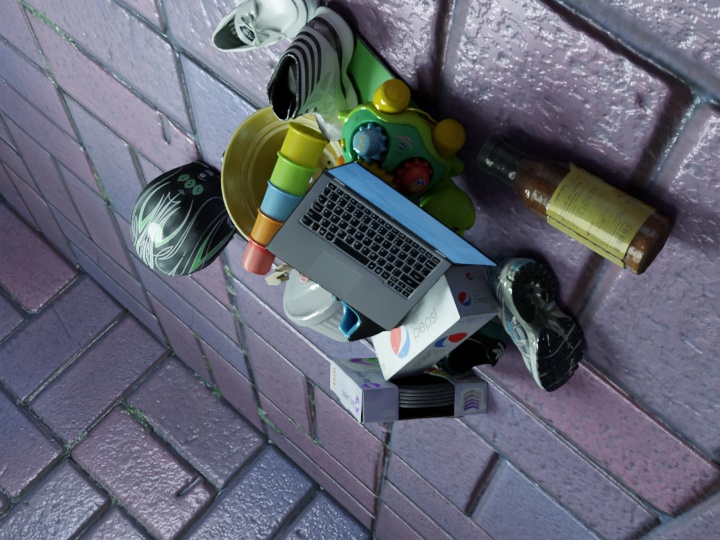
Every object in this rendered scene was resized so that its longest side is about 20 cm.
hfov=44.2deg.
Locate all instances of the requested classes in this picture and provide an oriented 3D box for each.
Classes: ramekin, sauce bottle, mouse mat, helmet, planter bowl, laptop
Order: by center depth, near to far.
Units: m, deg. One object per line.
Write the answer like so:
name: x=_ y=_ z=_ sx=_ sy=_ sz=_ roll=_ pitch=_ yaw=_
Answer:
sauce bottle: x=0.204 y=-0.072 z=0.870 sx=0.199 sy=0.066 sz=0.066 roll=36 pitch=157 yaw=23
laptop: x=0.015 y=-0.017 z=0.972 sx=0.186 sy=0.116 sz=0.200 roll=34 pitch=117 yaw=-14
mouse mat: x=-0.001 y=-0.206 z=1.083 sx=0.161 sy=0.008 sz=0.200 roll=47 pitch=159 yaw=-5
planter bowl: x=-0.086 y=-0.126 z=1.223 sx=0.200 sy=0.201 sz=0.083 roll=39 pitch=-161 yaw=15
ramekin: x=-0.010 y=0.008 z=1.238 sx=0.094 sy=0.204 sz=0.202 roll=38 pitch=163 yaw=-25
helmet: x=-0.334 y=-0.088 z=1.653 sx=0.199 sy=0.191 sz=0.201 roll=37 pitch=157 yaw=19

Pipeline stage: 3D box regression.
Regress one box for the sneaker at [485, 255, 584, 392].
sneaker: x=0.213 y=0.060 z=1.104 sx=0.086 sy=0.077 sz=0.201 roll=33 pitch=151 yaw=58

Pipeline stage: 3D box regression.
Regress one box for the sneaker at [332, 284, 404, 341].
sneaker: x=0.000 y=0.000 z=1.080 sx=0.073 sy=0.081 sz=0.202 roll=40 pitch=148 yaw=56

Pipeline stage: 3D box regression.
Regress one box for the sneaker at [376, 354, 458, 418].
sneaker: x=0.114 y=0.194 z=1.501 sx=0.199 sy=0.073 sz=0.112 roll=18 pitch=145 yaw=47

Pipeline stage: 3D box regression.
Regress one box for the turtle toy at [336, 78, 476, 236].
turtle toy: x=0.053 y=-0.116 z=1.010 sx=0.199 sy=0.102 sz=0.146 roll=35 pitch=160 yaw=-5

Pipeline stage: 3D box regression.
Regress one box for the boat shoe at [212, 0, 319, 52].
boat shoe: x=-0.116 y=-0.293 z=1.055 sx=0.074 sy=0.067 sz=0.199 roll=51 pitch=158 yaw=-17

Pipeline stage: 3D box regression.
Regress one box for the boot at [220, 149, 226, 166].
boot: x=-0.182 y=-0.162 z=1.419 sx=0.131 sy=0.070 sz=0.201 roll=38 pitch=154 yaw=33

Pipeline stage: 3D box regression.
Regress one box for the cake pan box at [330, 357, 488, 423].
cake pan box: x=0.064 y=0.164 z=1.253 sx=0.200 sy=0.182 sz=0.053 roll=-153 pitch=60 yaw=-75

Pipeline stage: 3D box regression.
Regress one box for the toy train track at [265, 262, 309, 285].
toy train track: x=-0.041 y=-0.021 z=1.174 sx=0.199 sy=0.114 sz=0.033 roll=-30 pitch=88 yaw=27

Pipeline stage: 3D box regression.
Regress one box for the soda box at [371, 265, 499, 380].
soda box: x=0.090 y=0.070 z=1.135 sx=0.200 sy=0.063 sz=0.069 roll=-47 pitch=55 yaw=50

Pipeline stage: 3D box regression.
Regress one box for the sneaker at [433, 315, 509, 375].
sneaker: x=0.108 y=0.102 z=1.232 sx=0.198 sy=0.080 sz=0.072 roll=-8 pitch=129 yaw=31

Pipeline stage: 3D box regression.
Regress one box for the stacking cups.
stacking cups: x=-0.107 y=-0.092 z=1.159 sx=0.060 sy=0.202 sz=0.061 roll=24 pitch=-163 yaw=-8

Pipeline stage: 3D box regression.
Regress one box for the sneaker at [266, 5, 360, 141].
sneaker: x=-0.063 y=-0.202 z=1.037 sx=0.075 sy=0.115 sz=0.201 roll=35 pitch=157 yaw=21
